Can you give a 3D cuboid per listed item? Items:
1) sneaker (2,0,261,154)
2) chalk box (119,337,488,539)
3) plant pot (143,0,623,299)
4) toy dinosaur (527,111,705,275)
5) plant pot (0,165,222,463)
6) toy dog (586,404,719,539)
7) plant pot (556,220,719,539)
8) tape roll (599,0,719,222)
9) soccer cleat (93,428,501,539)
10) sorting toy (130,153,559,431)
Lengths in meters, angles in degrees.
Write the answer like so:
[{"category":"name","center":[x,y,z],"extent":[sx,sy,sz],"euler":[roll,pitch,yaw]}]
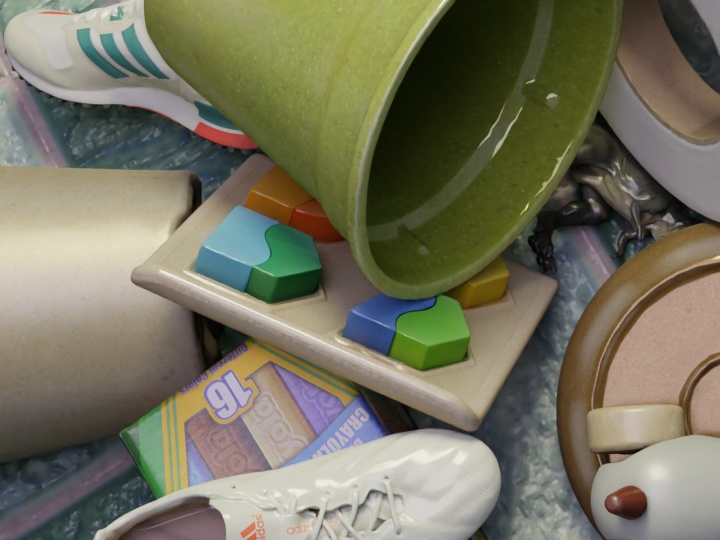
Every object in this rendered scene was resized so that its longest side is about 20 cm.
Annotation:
[{"category":"sneaker","center":[-0.116,-0.137,1.278],"extent":[0.199,0.070,0.094],"euler":[19,125,25]},{"category":"chalk box","center":[-0.010,0.141,1.166],"extent":[0.123,0.124,0.201],"euler":[-34,67,5]},{"category":"plant pot","center":[-0.002,-0.118,1.120],"extent":[0.184,0.200,0.201],"euler":[33,87,28]},{"category":"toy dinosaur","center":[0.118,-0.055,1.222],"extent":[0.088,0.048,0.201],"euler":[-30,69,-10]},{"category":"plant pot","center":[-0.171,0.022,1.227],"extent":[0.182,0.201,0.202],"euler":[-5,73,4]},{"category":"toy dog","center":[0.190,0.106,1.087],"extent":[0.199,0.096,0.133],"euler":[-24,83,12]},{"category":"plant pot","center":[0.196,0.073,1.150],"extent":[0.198,0.027,0.202],"euler":[-1,88,14]},{"category":"tape roll","center":[0.163,-0.117,1.120],"extent":[0.037,0.203,0.203],"euler":[-29,66,-18]},{"category":"soccer cleat","center":[-0.031,0.122,1.070],"extent":[0.199,0.078,0.070],"euler":[-17,71,12]},{"category":"sorting toy","center":[0.000,0.000,1.152],"extent":[0.184,0.200,0.037],"euler":[23,114,9]}]
